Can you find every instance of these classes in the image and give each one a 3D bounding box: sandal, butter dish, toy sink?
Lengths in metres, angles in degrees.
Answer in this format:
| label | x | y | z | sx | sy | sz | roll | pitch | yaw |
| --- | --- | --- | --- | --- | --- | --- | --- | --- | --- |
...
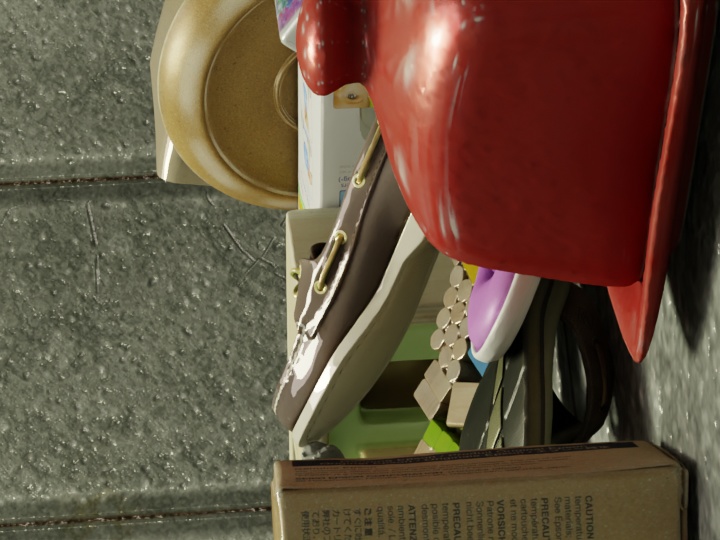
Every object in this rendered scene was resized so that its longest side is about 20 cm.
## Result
| label | x | y | z | sx | sy | sz | roll | pitch | yaw |
| --- | --- | --- | --- | --- | --- | --- | --- | --- | --- |
| sandal | 0.060 | -0.039 | 1.110 | 0.203 | 0.049 | 0.083 | -78 | 7 | -45 |
| butter dish | 0.048 | -0.091 | 0.936 | 0.201 | 0.147 | 0.200 | 92 | 172 | -45 |
| sandal | 0.089 | 0.043 | 1.102 | 0.080 | 0.057 | 0.202 | 118 | 171 | -45 |
| toy sink | 0.025 | 0.073 | 1.401 | 0.112 | 0.129 | 0.201 | -101 | 10 | -54 |

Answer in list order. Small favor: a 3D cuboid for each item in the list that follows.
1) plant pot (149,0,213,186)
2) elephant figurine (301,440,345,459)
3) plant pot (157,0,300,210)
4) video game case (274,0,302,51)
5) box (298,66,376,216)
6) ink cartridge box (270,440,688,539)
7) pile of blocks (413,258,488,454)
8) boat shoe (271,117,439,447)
| label | x | y | z | sx | sy | sz | roll | pitch | yaw |
| --- | --- | --- | --- | --- | --- | --- | --- | --- | --- |
| plant pot | -0.029 | -0.173 | 1.590 | 0.200 | 0.198 | 0.178 | -102 | 18 | -60 |
| elephant figurine | 0.040 | 0.210 | 1.256 | 0.201 | 0.154 | 0.142 | -88 | 1 | -48 |
| plant pot | -0.024 | -0.117 | 1.473 | 0.028 | 0.199 | 0.201 | -117 | 23 | -53 |
| video game case | 0.013 | -0.242 | 1.337 | 0.200 | 0.024 | 0.183 | -48 | 31 | 28 |
| box | 0.022 | -0.080 | 1.426 | 0.102 | 0.112 | 0.201 | -104 | 13 | -54 |
| ink cartridge box | 0.049 | 0.175 | 0.981 | 0.075 | 0.163 | 0.202 | -130 | 38 | -84 |
| pile of blocks | 0.074 | 0.055 | 1.215 | 0.082 | 0.062 | 0.201 | 3 | 79 | 54 |
| boat shoe | 0.000 | 0.000 | 1.262 | 0.072 | 0.059 | 0.201 | -25 | -34 | -60 |
